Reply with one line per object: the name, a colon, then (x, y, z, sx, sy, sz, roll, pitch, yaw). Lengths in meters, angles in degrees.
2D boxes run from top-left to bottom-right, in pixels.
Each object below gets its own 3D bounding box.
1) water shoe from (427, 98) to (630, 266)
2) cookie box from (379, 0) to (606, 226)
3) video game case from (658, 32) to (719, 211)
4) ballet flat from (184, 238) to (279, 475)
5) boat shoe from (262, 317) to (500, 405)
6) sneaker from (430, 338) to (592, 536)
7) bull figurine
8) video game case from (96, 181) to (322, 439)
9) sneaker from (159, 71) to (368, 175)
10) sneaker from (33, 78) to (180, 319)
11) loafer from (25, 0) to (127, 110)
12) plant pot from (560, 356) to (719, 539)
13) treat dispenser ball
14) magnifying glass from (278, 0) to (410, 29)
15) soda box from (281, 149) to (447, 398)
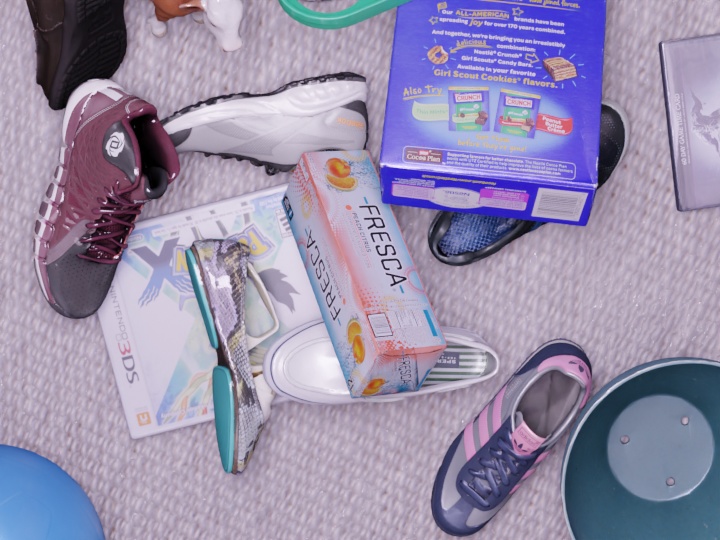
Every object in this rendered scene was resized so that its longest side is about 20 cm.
water shoe: (0.145, -0.066, 1.143, 0.199, 0.079, 0.072, -38, 94, 6)
cookie box: (0.107, -0.149, 1.096, 0.169, 0.075, 0.202, 6, 68, 3)
video game case: (0.357, -0.134, 1.157, 0.197, 0.019, 0.145, -8, 96, 3)
ballet flat: (-0.098, 0.070, 1.158, 0.071, 0.072, 0.203, -8, 98, 4)
boat shoe: (0.020, 0.071, 1.142, 0.198, 0.067, 0.075, -6, 92, -17)
sneaker: (0.124, 0.146, 1.168, 0.070, 0.082, 0.201, 33, 97, -2)
bull figurine: (-0.167, -0.243, 1.110, 0.200, 0.121, 0.065, 41, 69, 0)
video game case: (-0.127, 0.035, 1.197, 0.198, 0.022, 0.184, -14, 96, 4)
sneaker: (-0.088, -0.112, 1.154, 0.198, 0.074, 0.080, -9, 101, 3)
sneaker: (-0.201, -0.048, 1.114, 0.115, 0.075, 0.203, 20, 106, 44)
loafer: (-0.231, -0.207, 1.107, 0.073, 0.200, 0.071, -36, 77, -33)
plant pot: (0.257, 0.161, 1.137, 0.197, 0.135, 0.203, 0, 97, 2)
treat dispenser ball: (-0.310, 0.245, 1.140, 0.198, 0.201, 0.204, 0, 97, 3)
magnifying glass: (0.031, -0.226, 1.080, 0.197, 0.022, 0.081, 0, 67, 5)
soda box: (0.000, 0.000, 1.104, 0.063, 0.069, 0.202, -3, 55, -27)
